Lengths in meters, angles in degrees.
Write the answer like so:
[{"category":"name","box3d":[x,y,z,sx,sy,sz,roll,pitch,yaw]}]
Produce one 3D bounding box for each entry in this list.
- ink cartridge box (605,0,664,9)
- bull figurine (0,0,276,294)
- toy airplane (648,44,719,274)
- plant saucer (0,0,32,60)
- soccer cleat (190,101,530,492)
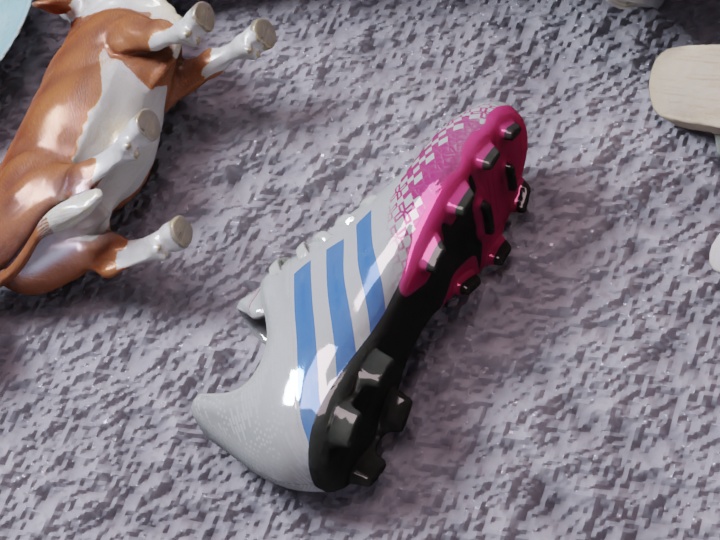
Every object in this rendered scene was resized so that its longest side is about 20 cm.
[{"category":"ink cartridge box","box3d":[0.125,-0.236,0.992,0.145,0.083,0.200,39,104,11]},{"category":"bull figurine","box3d":[-0.112,-0.075,1.014,0.121,0.065,0.201,-12,50,40]},{"category":"toy airplane","box3d":[0.209,-0.079,0.890,0.141,0.199,0.200,-5,50,-34]},{"category":"plant saucer","box3d":[-0.251,-0.115,1.112,0.200,0.039,0.202,-8,49,9]},{"category":"soccer cleat","box3d":[0.000,0.000,0.927,0.086,0.070,0.200,16,57,26]}]
